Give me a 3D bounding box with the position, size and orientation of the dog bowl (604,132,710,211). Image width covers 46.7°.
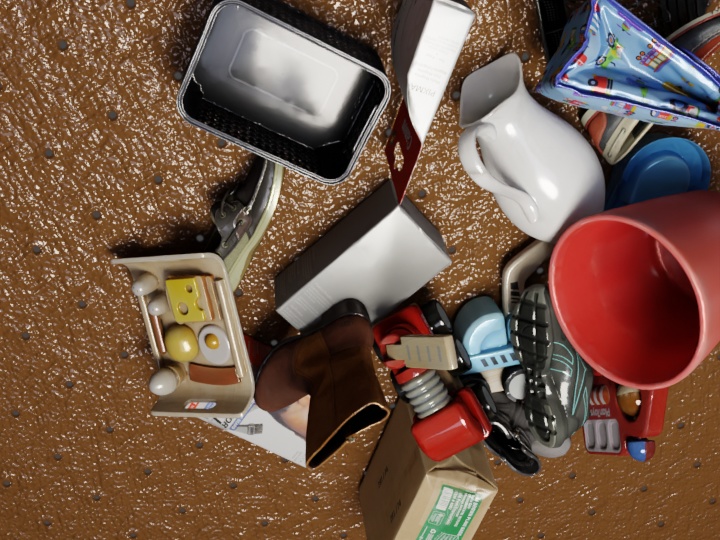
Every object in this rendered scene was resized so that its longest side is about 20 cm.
[{"bbox_3d":[0.348,-0.075,1.023,0.110,0.050,0.202,6,118,-9],"label":"dog bowl"}]

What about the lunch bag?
[{"bbox_3d":[0.283,-0.175,0.803,0.198,0.151,0.095,25,102,1],"label":"lunch bag"}]

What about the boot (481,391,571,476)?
[{"bbox_3d":[0.221,0.232,1.130,0.199,0.132,0.070,31,111,-21],"label":"boot"}]

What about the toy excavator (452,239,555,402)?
[{"bbox_3d":[0.186,0.057,1.060,0.192,0.100,0.203,-12,111,-1],"label":"toy excavator"}]

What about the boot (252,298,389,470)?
[{"bbox_3d":[-0.049,0.148,0.923,0.187,0.201,0.069,-34,120,14],"label":"boot"}]

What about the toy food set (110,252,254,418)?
[{"bbox_3d":[-0.215,0.077,0.988,0.142,0.060,0.203,-4,107,28],"label":"toy food set"}]

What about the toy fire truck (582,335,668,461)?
[{"bbox_3d":[0.330,0.151,1.054,0.110,0.200,0.171,-3,81,-12],"label":"toy fire truck"}]

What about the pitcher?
[{"bbox_3d":[0.181,-0.111,0.920,0.120,0.173,0.200,-17,124,42],"label":"pitcher"}]

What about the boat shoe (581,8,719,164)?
[{"bbox_3d":[0.329,-0.199,0.909,0.071,0.063,0.200,-3,150,-44],"label":"boat shoe"}]

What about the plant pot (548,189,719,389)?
[{"bbox_3d":[0.338,0.006,0.916,0.176,0.200,0.203,-23,125,-31],"label":"plant pot"}]

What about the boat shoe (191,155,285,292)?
[{"bbox_3d":[-0.144,-0.058,0.967,0.064,0.073,0.202,16,116,-20],"label":"boat shoe"}]

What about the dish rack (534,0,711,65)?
[{"bbox_3d":[0.283,-0.289,0.896,0.198,0.055,0.155,-19,120,3],"label":"dish rack"}]

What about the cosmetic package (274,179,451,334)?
[{"bbox_3d":[0.000,0.000,1.008,0.199,0.090,0.107,-39,116,12],"label":"cosmetic package"}]

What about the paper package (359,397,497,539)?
[{"bbox_3d":[0.083,0.295,1.117,0.102,0.191,0.202,15,115,-15],"label":"paper package"}]

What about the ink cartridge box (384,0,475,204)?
[{"bbox_3d":[0.049,-0.194,0.860,0.056,0.163,0.202,19,115,-14],"label":"ink cartridge box"}]

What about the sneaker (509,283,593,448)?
[{"bbox_3d":[0.234,0.109,1.010,0.078,0.075,0.203,-16,106,-25],"label":"sneaker"}]

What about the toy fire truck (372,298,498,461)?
[{"bbox_3d":[0.083,0.125,0.940,0.128,0.200,0.178,-29,86,16],"label":"toy fire truck"}]

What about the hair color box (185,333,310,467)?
[{"bbox_3d":[-0.127,0.165,1.097,0.199,0.064,0.111,29,111,-21],"label":"hair color box"}]

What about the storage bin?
[{"bbox_3d":[-0.081,-0.197,0.886,0.198,0.094,0.136,23,114,-16],"label":"storage bin"}]
